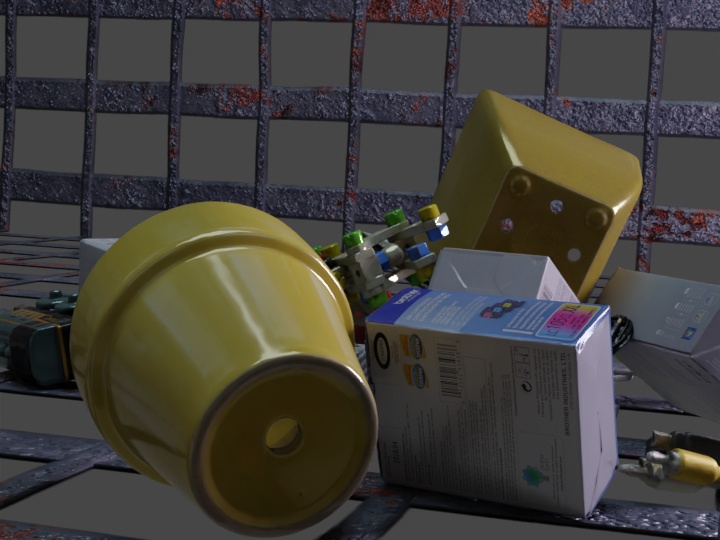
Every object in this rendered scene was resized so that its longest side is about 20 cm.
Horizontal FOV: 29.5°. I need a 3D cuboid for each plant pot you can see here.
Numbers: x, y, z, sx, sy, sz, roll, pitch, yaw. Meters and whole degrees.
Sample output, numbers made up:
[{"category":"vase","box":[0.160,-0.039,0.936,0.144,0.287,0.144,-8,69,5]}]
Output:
[{"category":"plant pot","box":[0.175,-0.049,1.405,0.193,0.197,0.200,23,14,-3]},{"category":"plant pot","box":[-0.080,0.076,0.926,0.199,0.203,0.189,1,20,-25]}]

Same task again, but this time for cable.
[{"category":"cable","box":[0.299,0.164,1.065,0.198,0.051,0.097,15,-13,-4]}]

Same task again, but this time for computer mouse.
[{"category":"computer mouse","box":[0.207,0.094,1.224,0.058,0.034,0.200,-18,23,31]}]

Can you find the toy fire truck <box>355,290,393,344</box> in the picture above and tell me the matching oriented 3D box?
[{"category":"toy fire truck","box":[0.017,0.071,1.524,0.048,0.142,0.201,-21,41,6]}]

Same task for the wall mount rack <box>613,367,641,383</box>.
[{"category":"wall mount rack","box":[0.349,0.091,1.498,0.198,0.175,0.075,3,44,-3]}]

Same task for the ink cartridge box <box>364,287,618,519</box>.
[{"category":"ink cartridge box","box":[0.082,0.091,1.007,0.198,0.138,0.076,5,22,28]}]

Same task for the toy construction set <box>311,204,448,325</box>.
[{"category":"toy construction set","box":[0.000,0.000,1.349,0.130,0.093,0.200,-27,-7,-24]}]

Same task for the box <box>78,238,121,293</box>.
[{"category":"box","box":[-0.215,0.036,1.616,0.198,0.132,0.199,0,6,-26]}]

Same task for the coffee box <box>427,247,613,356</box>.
[{"category":"coffee box","box":[0.153,0.062,1.302,0.112,0.080,0.200,6,-25,32]}]

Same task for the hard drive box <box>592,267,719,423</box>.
[{"category":"hard drive box","box":[0.329,0.080,1.317,0.156,0.077,0.200,39,-8,-20]}]

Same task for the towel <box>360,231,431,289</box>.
[{"category":"towel","box":[0.106,0.020,1.520,0.199,0.035,0.192,18,10,-41]}]

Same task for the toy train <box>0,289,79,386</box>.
[{"category":"toy train","box":[-0.328,0.073,1.444,0.113,0.086,0.199,-12,12,-34]}]

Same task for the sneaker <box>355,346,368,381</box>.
[{"category":"sneaker","box":[0.058,0.115,1.265,0.199,0.073,0.114,10,-2,2]}]

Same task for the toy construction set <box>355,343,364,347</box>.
[{"category":"toy construction set","box":[-0.037,0.089,1.316,0.198,0.093,0.131,9,-24,-29]}]
